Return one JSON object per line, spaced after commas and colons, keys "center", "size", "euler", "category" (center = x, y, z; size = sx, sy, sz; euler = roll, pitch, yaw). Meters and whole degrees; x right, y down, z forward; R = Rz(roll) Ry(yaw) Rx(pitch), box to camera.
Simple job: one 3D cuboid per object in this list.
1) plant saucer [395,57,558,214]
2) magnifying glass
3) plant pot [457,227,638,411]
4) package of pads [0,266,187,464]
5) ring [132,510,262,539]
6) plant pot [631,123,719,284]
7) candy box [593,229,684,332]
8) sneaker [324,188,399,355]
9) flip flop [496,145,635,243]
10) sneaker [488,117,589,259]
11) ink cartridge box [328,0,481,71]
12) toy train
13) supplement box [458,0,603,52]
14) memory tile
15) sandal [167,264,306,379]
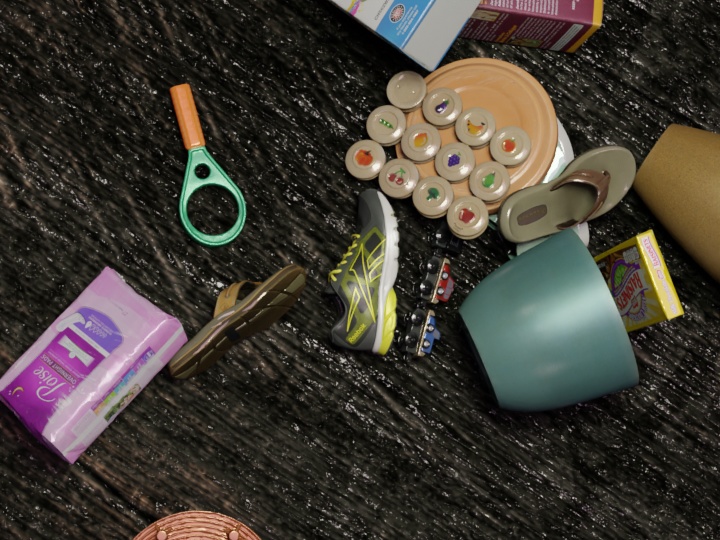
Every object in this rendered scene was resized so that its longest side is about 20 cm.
{"center": [0.140, -0.167, 1.722], "size": [0.200, 0.032, 0.201], "euler": [-3, 73, 11], "category": "plant saucer"}
{"center": [-0.192, -0.125, 1.697], "size": [0.079, 0.022, 0.201], "euler": [-14, 85, -12], "category": "magnifying glass"}
{"center": [0.209, 0.072, 1.655], "size": [0.161, 0.201, 0.201], "euler": [-22, 85, 0], "category": "plant pot"}
{"center": [-0.304, 0.104, 1.590], "size": [0.120, 0.076, 0.200], "euler": [34, 73, 29], "category": "package of pads"}
{"center": [-0.186, 0.375, 1.614], "size": [0.200, 0.019, 0.201], "euler": [2, 81, -10], "category": "ring"}
{"center": [0.442, -0.089, 1.741], "size": [0.200, 0.186, 0.187], "euler": [35, 76, 10], "category": "plant pot"}
{"center": [0.320, 0.019, 1.675], "size": [0.026, 0.200, 0.103], "euler": [-21, 85, -11], "category": "candy box"}
{"center": [0.000, 0.000, 1.683], "size": [0.084, 0.074, 0.201], "euler": [1, 80, -10], "category": "sneaker"}
{"center": [0.252, -0.087, 1.681], "size": [0.200, 0.058, 0.081], "euler": [-23, 107, -24], "category": "flip flop"}
{"center": [0.200, -0.110, 1.736], "size": [0.118, 0.074, 0.201], "euler": [-14, 86, -19], "category": "sneaker"}
{"center": [0.041, -0.352, 1.677], "size": [0.200, 0.085, 0.145], "euler": [40, 101, 34], "category": "ink cartridge box"}
{"center": [0.091, 0.018, 1.720], "size": [0.046, 0.034, 0.201], "euler": [22, 76, -19], "category": "toy train"}
{"center": [0.190, -0.339, 1.757], "size": [0.199, 0.110, 0.086], "euler": [7, 79, -10], "category": "supplement box"}
{"center": [0.093, -0.142, 1.700], "size": [0.200, 0.017, 0.154], "euler": [30, 82, 19], "category": "memory tile"}
{"center": [-0.150, 0.050, 1.654], "size": [0.200, 0.080, 0.054], "euler": [-37, 67, -10], "category": "sandal"}
